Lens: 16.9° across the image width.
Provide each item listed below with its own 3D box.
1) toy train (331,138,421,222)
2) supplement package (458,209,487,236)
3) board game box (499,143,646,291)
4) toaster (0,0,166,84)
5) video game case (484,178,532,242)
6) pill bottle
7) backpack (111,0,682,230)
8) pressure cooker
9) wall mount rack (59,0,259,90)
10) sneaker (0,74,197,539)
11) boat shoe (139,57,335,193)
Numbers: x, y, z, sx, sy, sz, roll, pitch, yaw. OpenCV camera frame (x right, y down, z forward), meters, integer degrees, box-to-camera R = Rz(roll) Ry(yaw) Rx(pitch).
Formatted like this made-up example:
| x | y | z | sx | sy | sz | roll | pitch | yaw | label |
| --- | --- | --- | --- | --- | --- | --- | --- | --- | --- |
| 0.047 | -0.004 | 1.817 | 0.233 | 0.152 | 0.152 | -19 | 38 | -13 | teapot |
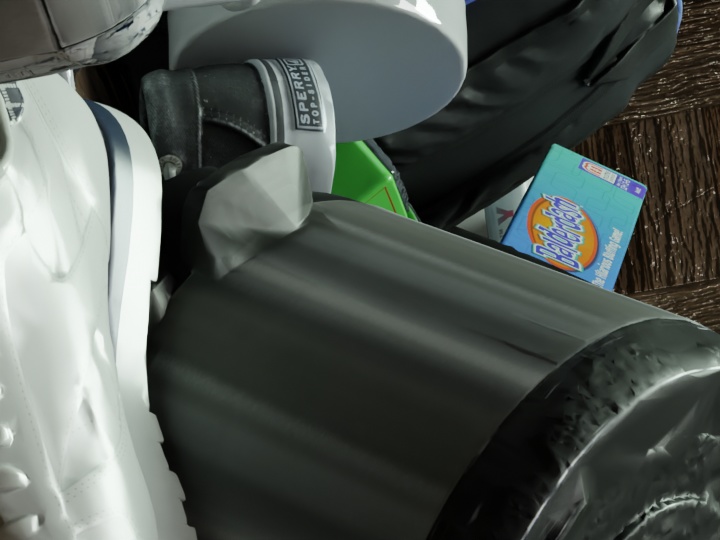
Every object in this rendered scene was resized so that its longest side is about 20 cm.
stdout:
| x | y | z | sx | sy | sz | roll | pitch | yaw | label |
| --- | --- | --- | --- | --- | --- | --- | --- | --- | --- |
| 0.000 | 0.000 | 0.893 | 0.042 | 0.056 | 0.200 | 49 | -5 | 19 | toy train |
| 0.032 | 0.061 | 1.143 | 0.120 | 0.121 | 0.200 | 43 | 37 | -72 | supplement package |
| 0.044 | 0.052 | 0.868 | 0.200 | 0.045 | 0.152 | -55 | 169 | -70 | board game box |
| -0.099 | -0.130 | 0.541 | 0.200 | 0.113 | 0.129 | -92 | 173 | -48 | toaster |
| 0.092 | 0.061 | 1.079 | 0.200 | 0.023 | 0.183 | 51 | 30 | -67 | video game case |
| -0.014 | -0.150 | 0.798 | 0.116 | 0.115 | 0.200 | 63 | 24 | -63 | pill bottle |
| 0.011 | -0.102 | 0.933 | 0.147 | 0.200 | 0.183 | 62 | 4 | 18 | backpack |
| 0.000 | 0.069 | 0.672 | 0.179 | 0.200 | 0.176 | 29 | 83 | -52 | pressure cooker |
| -0.095 | -0.124 | 0.712 | 0.174 | 0.074 | 0.200 | -5 | -84 | 61 | wall mount rack |
| -0.091 | 0.034 | 0.580 | 0.080 | 0.076 | 0.200 | 41 | 34 | -57 | sneaker |
| -0.058 | 0.018 | 0.777 | 0.200 | 0.068 | 0.074 | 106 | -25 | -45 | boat shoe |
